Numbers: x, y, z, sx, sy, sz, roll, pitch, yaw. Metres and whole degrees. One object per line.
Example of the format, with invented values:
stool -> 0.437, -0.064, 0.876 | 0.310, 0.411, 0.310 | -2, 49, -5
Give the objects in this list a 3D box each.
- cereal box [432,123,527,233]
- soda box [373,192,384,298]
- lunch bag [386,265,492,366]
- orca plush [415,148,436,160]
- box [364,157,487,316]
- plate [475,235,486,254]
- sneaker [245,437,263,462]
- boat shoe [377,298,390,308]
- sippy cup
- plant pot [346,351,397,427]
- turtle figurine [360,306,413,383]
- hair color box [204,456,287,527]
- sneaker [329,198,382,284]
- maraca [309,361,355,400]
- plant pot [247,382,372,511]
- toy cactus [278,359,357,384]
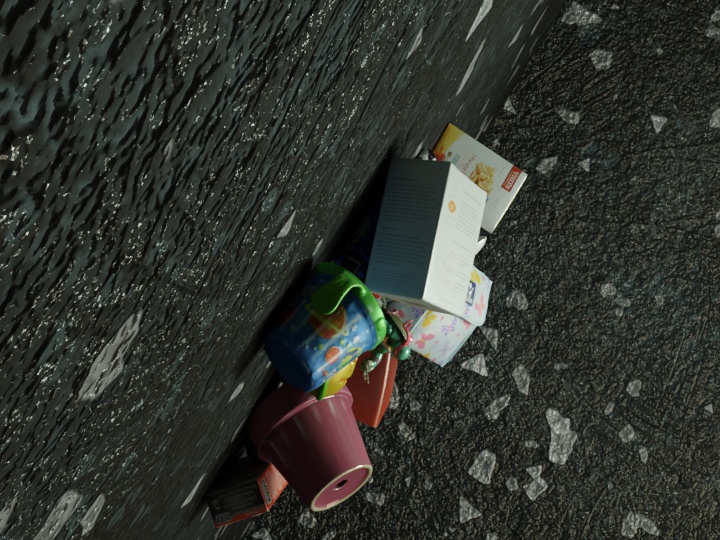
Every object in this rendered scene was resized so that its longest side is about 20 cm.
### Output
cereal box -> 0.232, -0.194, 1.724 | 0.146, 0.198, 0.040 | -58, 175, 9
soda box -> 0.047, -0.061, 1.376 | 0.203, 0.069, 0.063 | -58, 151, -1
lunch bag -> 0.158, 0.067, 1.614 | 0.201, 0.127, 0.169 | -51, 137, 6
orca plush -> 0.103, -0.144, 1.506 | 0.201, 0.070, 0.106 | -52, 172, -49
box -> 0.102, -0.049, 1.246 | 0.151, 0.104, 0.205 | 23, 77, -57
plate -> 0.107, 0.000, 1.460 | 0.197, 0.033, 0.199 | -31, -169, -22
sneaker -> -0.172, 0.321, 1.595 | 0.088, 0.075, 0.200 | -54, 178, 32
boat shoe -> 0.021, 0.058, 1.579 | 0.085, 0.075, 0.203 | -32, -162, 18
sippy cup -> -0.055, 0.083, 1.082 | 0.130, 0.138, 0.181 | -42, 129, -29
plant pot -> -0.013, 0.177, 1.679 | 0.200, 0.196, 0.180 | -30, 142, -79
turtle figurine -> 0.026, 0.106, 1.403 | 0.099, 0.201, 0.152 | -18, 133, -22
hair color box -> -0.200, 0.397, 1.529 | 0.109, 0.065, 0.200 | -20, -178, 12
sneaker -> 0.006, -0.019, 1.265 | 0.201, 0.080, 0.115 | -56, 177, -9
maraca -> -0.056, 0.115, 1.364 | 0.138, 0.104, 0.204 | 118, -20, -60
plant pot -> -0.076, 0.306, 1.433 | 0.197, 0.180, 0.202 | -26, 151, -16
toy cactus -> -0.091, 0.175, 1.485 | 0.201, 0.102, 0.164 | -51, 168, 25
